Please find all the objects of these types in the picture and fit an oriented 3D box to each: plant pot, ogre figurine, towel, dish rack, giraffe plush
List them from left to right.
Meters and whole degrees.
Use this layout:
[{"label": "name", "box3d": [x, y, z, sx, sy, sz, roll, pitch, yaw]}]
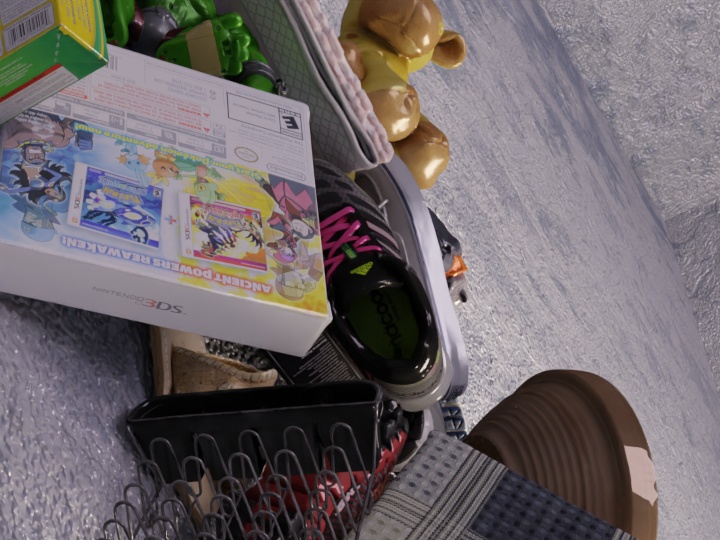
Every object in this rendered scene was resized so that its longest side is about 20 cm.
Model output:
[{"label": "ogre figurine", "box3d": [-0.138, -0.176, 0.913, 0.197, 0.099, 0.120, 14, 20, -5]}, {"label": "dish rack", "box3d": [-0.069, 0.133, 0.695, 0.201, 0.151, 0.055, -71, 151, -63]}, {"label": "towel", "box3d": [-0.074, -0.153, 1.014, 0.032, 0.190, 0.202, -35, 104, -28]}, {"label": "giraffe plush", "box3d": [0.014, -0.173, 1.113, 0.173, 0.199, 0.163, 47, 70, -31]}, {"label": "towel", "box3d": [0.078, 0.190, 0.767, 0.191, 0.035, 0.200, 27, 34, 17]}, {"label": "plant pot", "box3d": [0.123, 0.173, 0.978, 0.091, 0.201, 0.203, 4, 55, -25]}]

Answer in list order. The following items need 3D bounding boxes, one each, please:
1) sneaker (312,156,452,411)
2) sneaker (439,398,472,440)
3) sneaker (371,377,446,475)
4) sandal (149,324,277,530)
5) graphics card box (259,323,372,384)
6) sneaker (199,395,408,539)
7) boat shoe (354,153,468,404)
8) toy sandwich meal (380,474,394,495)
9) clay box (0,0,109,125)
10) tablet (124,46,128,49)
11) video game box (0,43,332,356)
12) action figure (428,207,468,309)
[{"label": "sneaker", "box3d": [0.000, 0.000, 0.907, 0.202, 0.073, 0.088, 61, -3, 12]}, {"label": "sneaker", "box3d": [0.068, 0.155, 1.160, 0.085, 0.076, 0.202, -90, 158, -70]}, {"label": "sneaker", "box3d": [0.022, 0.096, 1.063, 0.079, 0.073, 0.201, 48, 16, -39]}, {"label": "sandal", "box3d": [-0.088, 0.066, 0.833, 0.077, 0.069, 0.214, 14, 54, -66]}, {"label": "graphics card box", "box3d": [-0.059, 0.024, 0.934, 0.201, 0.051, 0.126, 53, 1, -29]}, {"label": "sneaker", "box3d": [-0.030, 0.155, 0.826, 0.200, 0.070, 0.099, -43, 138, -50]}, {"label": "boat shoe", "box3d": [0.011, 0.006, 0.994, 0.085, 0.075, 0.205, -8, 73, -23]}, {"label": "toy sandwich meal", "box3d": [0.060, 0.248, 1.006, 0.206, 0.070, 0.207, 52, 23, -33]}, {"label": "clay box", "box3d": [-0.209, -0.180, 0.742, 0.048, 0.114, 0.202, 36, 35, -55]}, {"label": "tablet", "box3d": [-0.173, -0.137, 0.940, 0.131, 0.014, 0.200, 62, 20, -11]}, {"label": "video game box", "box3d": [-0.119, -0.050, 0.783, 0.197, 0.047, 0.184, 14, 43, -23]}, {"label": "action figure", "box3d": [0.035, -0.038, 1.243, 0.195, 0.104, 0.200, 54, 18, -3]}]
